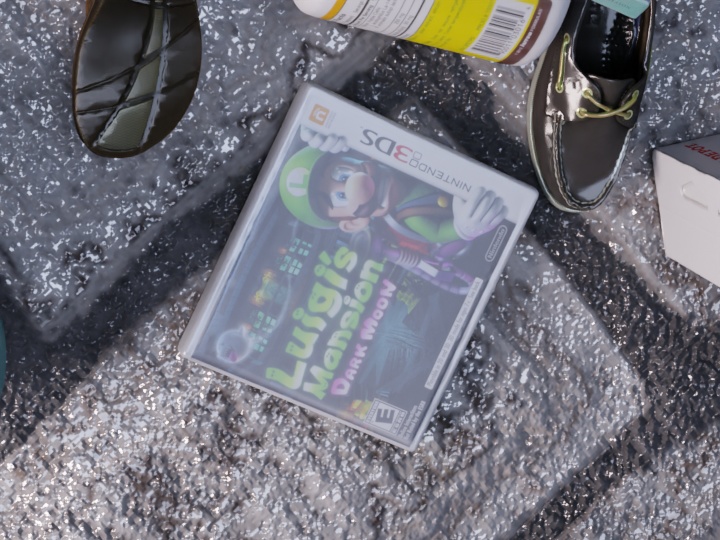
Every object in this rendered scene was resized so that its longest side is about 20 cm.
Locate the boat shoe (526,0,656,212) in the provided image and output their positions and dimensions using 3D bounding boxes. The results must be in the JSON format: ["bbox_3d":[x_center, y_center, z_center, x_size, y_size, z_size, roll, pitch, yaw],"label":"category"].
[{"bbox_3d":[0.156,-0.134,1.379,0.072,0.061,0.202,1,102,-15],"label":"boat shoe"}]

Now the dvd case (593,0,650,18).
[{"bbox_3d":[0.123,-0.266,1.298,0.146,0.022,0.200,21,56,-18],"label":"dvd case"}]

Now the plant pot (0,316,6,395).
[{"bbox_3d":[-0.300,0.053,1.244,0.134,0.200,0.201,12,100,-45],"label":"plant pot"}]

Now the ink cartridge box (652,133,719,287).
[{"bbox_3d":[0.318,-0.052,1.396,0.200,0.146,0.086,-14,108,-11],"label":"ink cartridge box"}]

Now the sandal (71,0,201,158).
[{"bbox_3d":[-0.145,-0.169,1.297,0.082,0.055,0.200,-1,89,-21],"label":"sandal"}]

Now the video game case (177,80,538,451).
[{"bbox_3d":[0.000,0.000,1.387,0.182,0.023,0.200,24,96,-19],"label":"video game case"}]

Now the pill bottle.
[{"bbox_3d":[0.028,-0.201,1.303,0.200,0.109,0.109,12,99,-18],"label":"pill bottle"}]
